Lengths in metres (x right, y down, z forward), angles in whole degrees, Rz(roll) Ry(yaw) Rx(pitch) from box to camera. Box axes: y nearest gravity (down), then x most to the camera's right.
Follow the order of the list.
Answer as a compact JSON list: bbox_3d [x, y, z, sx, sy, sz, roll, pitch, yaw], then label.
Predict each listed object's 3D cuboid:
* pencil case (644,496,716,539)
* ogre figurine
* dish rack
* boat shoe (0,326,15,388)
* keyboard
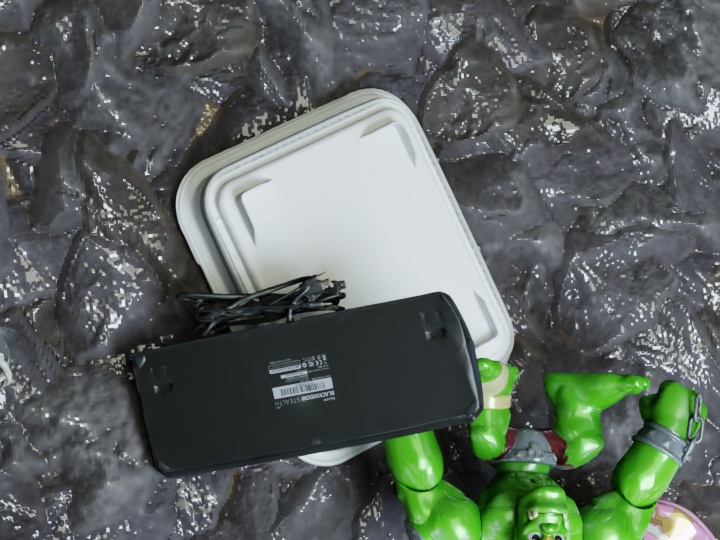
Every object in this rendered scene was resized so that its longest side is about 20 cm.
[{"bbox_3d":[0.138,0.229,1.138,0.086,0.083,0.200,31,71,10],"label":"pencil case"},{"bbox_3d":[0.101,0.116,1.099,0.199,0.098,0.120,8,82,-30],"label":"ogre figurine"},{"bbox_3d":[0.000,0.000,1.136,0.171,0.044,0.200,-26,94,-24],"label":"dish rack"},{"bbox_3d":[-0.219,0.036,1.029,0.060,0.074,0.201,-8,77,-18],"label":"boat shoe"},{"bbox_3d":[-0.032,0.052,1.078,0.199,0.040,0.104,-11,93,13],"label":"keyboard"}]
